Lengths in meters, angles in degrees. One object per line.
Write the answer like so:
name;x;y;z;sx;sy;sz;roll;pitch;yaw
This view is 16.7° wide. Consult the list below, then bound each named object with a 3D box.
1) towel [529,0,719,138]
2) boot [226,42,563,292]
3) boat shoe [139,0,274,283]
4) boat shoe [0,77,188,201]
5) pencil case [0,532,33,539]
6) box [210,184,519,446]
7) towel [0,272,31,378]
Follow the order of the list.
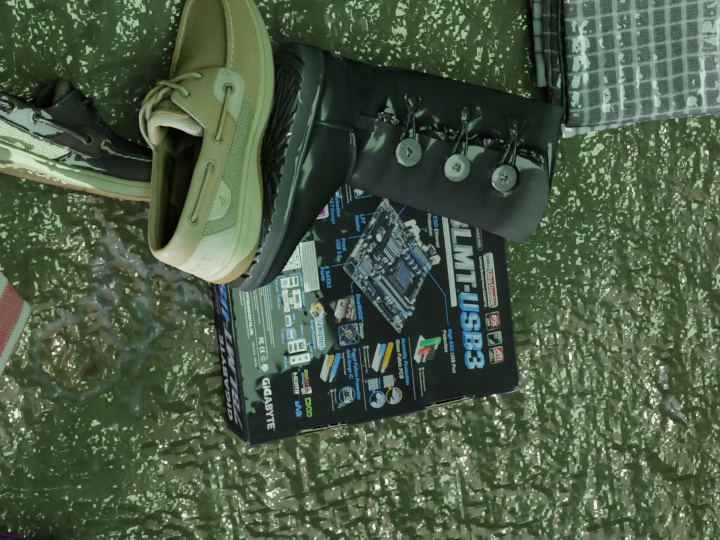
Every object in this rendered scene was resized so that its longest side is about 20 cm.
towel;0.197;-0.193;1.647;0.165;0.086;0.201;-10;104;-18
boot;0.023;-0.050;1.579;0.199;0.066;0.166;11;106;-31
boat shoe;-0.100;-0.093;1.524;0.065;0.072;0.201;19;63;-39
boat shoe;-0.192;-0.088;1.530;0.199;0.072;0.065;12;95;-21
pencil case;-0.236;0.266;1.577;0.092;0.085;0.201;7;98;-38
box;0.000;0.000;1.631;0.197;0.050;0.201;-12;104;-19
towel;-0.293;0.010;1.493;0.200;0.030;0.147;47;39;-22
